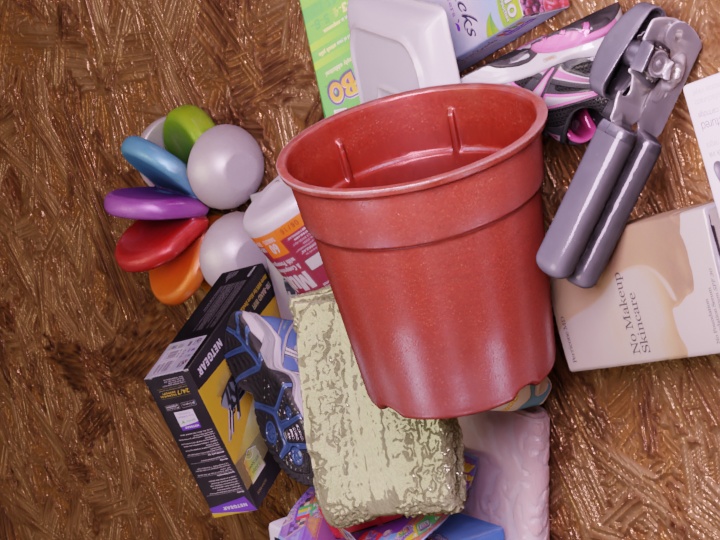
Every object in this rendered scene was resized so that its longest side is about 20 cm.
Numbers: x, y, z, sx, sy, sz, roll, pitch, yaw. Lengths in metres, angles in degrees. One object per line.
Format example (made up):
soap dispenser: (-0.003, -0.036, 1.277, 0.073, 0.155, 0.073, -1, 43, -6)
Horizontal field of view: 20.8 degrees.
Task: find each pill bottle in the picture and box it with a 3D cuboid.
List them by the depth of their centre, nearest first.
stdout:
pill bottle: (0.000, 0.000, 1.676, 0.200, 0.110, 0.109, 51, 153, -16)

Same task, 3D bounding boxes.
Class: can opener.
can opener: (0.176, -0.090, 1.387, 0.067, 0.053, 0.201, 36, 104, 51)

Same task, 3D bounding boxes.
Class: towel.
towel: (0.016, 0.104, 1.596, 0.147, 0.036, 0.202, -11, 86, 34)
towel: (0.104, 0.186, 1.731, 0.191, 0.032, 0.202, 28, 127, 52)

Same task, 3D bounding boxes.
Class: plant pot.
plant pot: (0.057, -0.010, 1.444, 0.200, 0.200, 0.197, 22, 131, 54)

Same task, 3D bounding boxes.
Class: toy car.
toy car: (-0.186, -0.062, 1.979, 0.175, 0.149, 0.202, 18, 119, 55)

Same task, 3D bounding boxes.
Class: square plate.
square plate: (0.039, -0.124, 1.589, 0.198, 0.028, 0.202, -147, 42, -66)

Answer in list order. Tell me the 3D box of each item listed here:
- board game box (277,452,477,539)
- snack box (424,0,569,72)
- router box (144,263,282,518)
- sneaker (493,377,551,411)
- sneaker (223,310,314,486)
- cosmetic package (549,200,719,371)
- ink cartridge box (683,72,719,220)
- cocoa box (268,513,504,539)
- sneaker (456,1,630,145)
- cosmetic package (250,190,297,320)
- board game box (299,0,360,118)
board game box: (0.007, 0.184, 1.698, 0.039, 0.158, 0.200, 58, 161, -23)
snack box: (0.075, -0.241, 1.559, 0.200, 0.053, 0.143, -24, 84, 61)
router box: (-0.115, 0.111, 1.867, 0.052, 0.200, 0.158, -13, 114, 27)
sneaker: (0.109, 0.018, 1.608, 0.076, 0.080, 0.202, 147, 124, -60)
sneaker: (-0.054, 0.107, 1.748, 0.201, 0.076, 0.076, 63, 143, 39)
cosmetic package: (0.221, 0.010, 1.415, 0.200, 0.071, 0.106, -17, 89, 60)
ink cartridge box: (0.301, -0.044, 1.246, 0.145, 0.084, 0.202, -16, 91, 60)
cocoa box: (0.029, 0.285, 1.739, 0.199, 0.130, 0.135, 9, 109, 57)
sneaker: (0.140, -0.130, 1.485, 0.087, 0.080, 0.200, 65, 155, -5)
cosmetic package: (-0.041, 0.015, 1.846, 0.151, 0.051, 0.202, 173, 83, -75)
board game box: (-0.005, -0.221, 1.695, 0.095, 0.030, 0.202, -8, 94, 34)
